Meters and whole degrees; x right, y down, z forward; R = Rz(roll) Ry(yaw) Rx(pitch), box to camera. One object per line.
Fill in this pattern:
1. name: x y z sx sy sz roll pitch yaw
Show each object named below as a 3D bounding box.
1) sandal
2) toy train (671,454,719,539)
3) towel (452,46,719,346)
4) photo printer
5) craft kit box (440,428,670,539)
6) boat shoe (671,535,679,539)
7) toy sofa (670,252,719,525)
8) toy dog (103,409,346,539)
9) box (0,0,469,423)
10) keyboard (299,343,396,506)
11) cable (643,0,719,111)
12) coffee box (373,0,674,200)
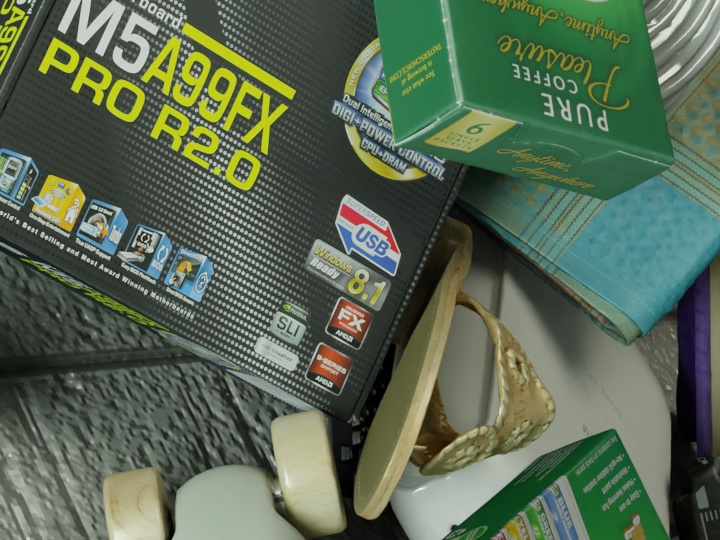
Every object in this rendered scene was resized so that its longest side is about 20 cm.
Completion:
1. sandal: 0.047 0.040 0.972 0.069 0.078 0.212 24 24 -7
2. toy train: 0.180 0.184 1.116 0.046 0.034 0.201 -12 82 -7
3. towel: 0.125 -0.078 1.101 0.147 0.022 0.200 38 69 10
4. photo printer: 0.078 0.084 1.090 0.167 0.069 0.200 52 29 -28
5. craft kit box: 0.088 0.184 0.920 0.200 0.048 0.198 -32 98 -58
6. boat shoe: 0.223 0.182 1.195 0.199 0.076 0.060 29 -5 -12
7. toy sofa: 0.179 0.026 1.198 0.097 0.201 0.083 15 33 34
8. toy dog: -0.042 0.146 0.905 0.200 0.131 0.097 -73 154 -47
9. box: -0.054 -0.054 0.936 0.200 0.044 0.161 31 79 -32
10. keyboard: 0.000 0.000 1.064 0.104 0.039 0.201 15 68 -55
11. cable: 0.070 -0.144 1.073 0.199 0.069 0.201 -10 72 -7
12. coffee box: 0.055 -0.134 0.971 0.123 0.044 0.201 10 61 -41
